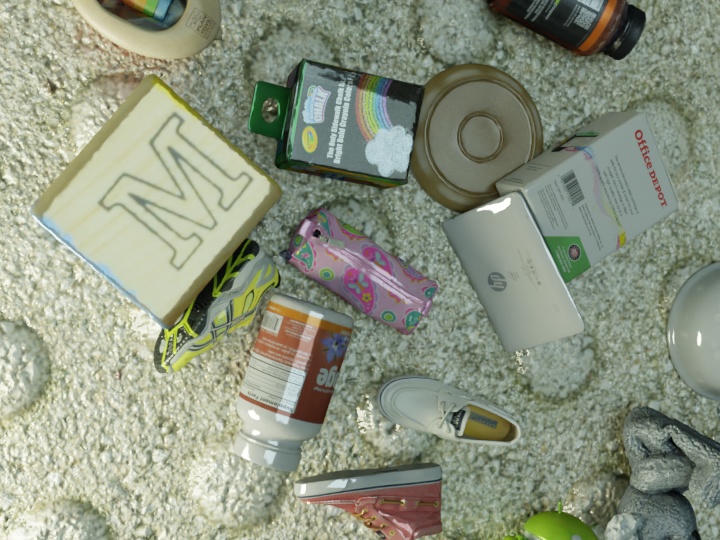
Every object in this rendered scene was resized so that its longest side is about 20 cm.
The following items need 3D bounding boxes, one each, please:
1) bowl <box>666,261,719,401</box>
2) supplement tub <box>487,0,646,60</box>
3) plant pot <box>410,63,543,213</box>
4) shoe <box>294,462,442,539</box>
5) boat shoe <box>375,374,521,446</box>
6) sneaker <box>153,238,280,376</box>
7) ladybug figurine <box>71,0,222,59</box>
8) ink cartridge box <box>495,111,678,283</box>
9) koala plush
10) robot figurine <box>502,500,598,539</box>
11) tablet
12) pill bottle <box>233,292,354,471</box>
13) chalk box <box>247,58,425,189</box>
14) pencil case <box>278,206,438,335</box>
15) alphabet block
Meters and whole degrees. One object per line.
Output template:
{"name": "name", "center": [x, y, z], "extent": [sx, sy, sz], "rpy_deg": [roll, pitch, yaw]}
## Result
{"name": "bowl", "center": [0.538, 0.089, 1.316], "extent": [0.199, 0.090, 0.204], "rpy_deg": [0, 91, -12]}
{"name": "supplement tub", "center": [0.273, -0.351, 1.237], "extent": [0.198, 0.107, 0.108], "rpy_deg": [24, 86, -13]}
{"name": "plant pot", "center": [0.157, -0.176, 1.255], "extent": [0.197, 0.027, 0.203], "rpy_deg": [0, 91, -13]}
{"name": "shoe", "center": [0.014, 0.304, 1.210], "extent": [0.198, 0.071, 0.092], "rpy_deg": [-2, 86, -17]}
{"name": "boat shoe", "center": [0.118, 0.189, 1.232], "extent": [0.198, 0.070, 0.072], "rpy_deg": [20, 87, -13]}
{"name": "sneaker", "center": [-0.175, 0.058, 1.162], "extent": [0.200, 0.075, 0.076], "rpy_deg": [-47, 127, 3]}
{"name": "ladybug figurine", "center": [-0.258, -0.326, 1.134], "extent": [0.199, 0.072, 0.137], "rpy_deg": [29, 85, -11]}
{"name": "ink cartridge box", "center": [0.301, -0.100, 1.248], "extent": [0.199, 0.084, 0.146], "rpy_deg": [-32, 109, -11]}
{"name": "koala plush", "center": [0.403, 0.306, 1.258], "extent": [0.177, 0.183, 0.202], "rpy_deg": [19, 99, -53]}
{"name": "robot figurine", "center": [0.244, 0.409, 1.242], "extent": [0.175, 0.115, 0.201], "rpy_deg": [32, 83, -28]}
{"name": "tablet", "center": [0.197, 0.006, 1.228], "extent": [0.014, 0.129, 0.202], "rpy_deg": [-35, 100, -49]}
{"name": "pill bottle", "center": [-0.087, 0.138, 1.163], "extent": [0.111, 0.112, 0.202], "rpy_deg": [18, 88, -12]}
{"name": "chalk box", "center": [-0.039, -0.181, 1.163], "extent": [0.198, 0.124, 0.126], "rpy_deg": [11, 90, -12]}
{"name": "pencil case", "center": [0.000, 0.000, 1.195], "extent": [0.199, 0.087, 0.088], "rpy_deg": [34, 84, -12]}
{"name": "alphabet block", "center": [-0.232, -0.076, 1.086], "extent": [0.196, 0.195, 0.200], "rpy_deg": [41, 84, -12]}
